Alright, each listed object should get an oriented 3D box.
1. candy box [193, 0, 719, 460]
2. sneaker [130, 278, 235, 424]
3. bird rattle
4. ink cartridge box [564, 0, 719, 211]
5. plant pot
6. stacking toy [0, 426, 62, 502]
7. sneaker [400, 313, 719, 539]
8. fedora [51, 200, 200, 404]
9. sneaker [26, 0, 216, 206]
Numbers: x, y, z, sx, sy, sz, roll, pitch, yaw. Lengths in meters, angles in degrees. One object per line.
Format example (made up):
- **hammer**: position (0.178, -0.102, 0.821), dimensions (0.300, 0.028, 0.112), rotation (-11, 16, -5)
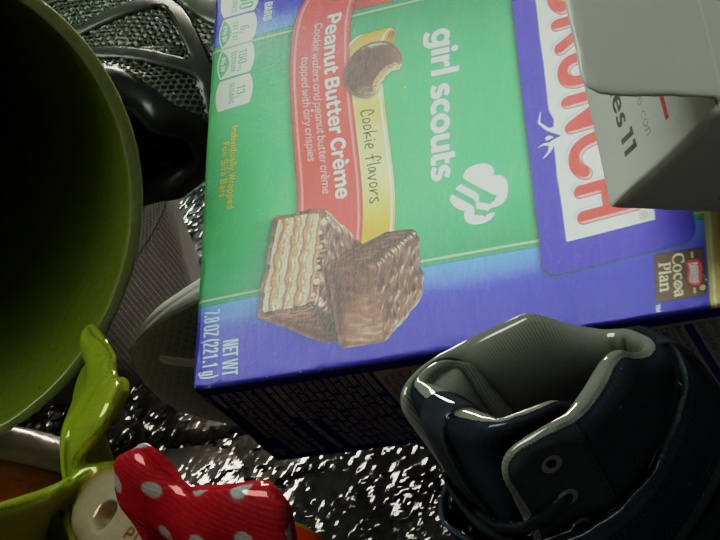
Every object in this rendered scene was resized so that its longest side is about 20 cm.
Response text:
- **candy box**: position (0.047, -0.034, 0.734), dimensions (0.199, 0.077, 0.170), rotation (-10, 62, 21)
- **sneaker**: position (0.000, 0.000, 0.845), dimensions (0.200, 0.071, 0.080), rotation (-23, 29, 14)
- **bird rattle**: position (-0.042, 0.095, 0.667), dimensions (0.200, 0.163, 0.113), rotation (9, 70, 55)
- **ink cartridge box**: position (0.129, -0.082, 0.640), dimensions (0.067, 0.199, 0.118), rotation (133, 133, -55)
- **plant pot**: position (-0.195, -0.050, 0.779), dimensions (0.187, 0.187, 0.200), rotation (-42, 28, -1)
- **stacking toy**: position (-0.156, 0.167, 0.779), dimensions (0.146, 0.146, 0.201), rotation (-17, 58, 35)
- **sneaker**: position (0.040, 0.107, 0.586), dimensions (0.202, 0.146, 0.077), rotation (-50, 34, -12)
- **fedora**: position (-0.133, 0.001, 0.958), dimensions (0.200, 0.090, 0.177), rotation (10, 57, 53)
- **sneaker**: position (-0.125, -0.085, 0.868), dimensions (0.199, 0.076, 0.114), rotation (26, 47, 28)
